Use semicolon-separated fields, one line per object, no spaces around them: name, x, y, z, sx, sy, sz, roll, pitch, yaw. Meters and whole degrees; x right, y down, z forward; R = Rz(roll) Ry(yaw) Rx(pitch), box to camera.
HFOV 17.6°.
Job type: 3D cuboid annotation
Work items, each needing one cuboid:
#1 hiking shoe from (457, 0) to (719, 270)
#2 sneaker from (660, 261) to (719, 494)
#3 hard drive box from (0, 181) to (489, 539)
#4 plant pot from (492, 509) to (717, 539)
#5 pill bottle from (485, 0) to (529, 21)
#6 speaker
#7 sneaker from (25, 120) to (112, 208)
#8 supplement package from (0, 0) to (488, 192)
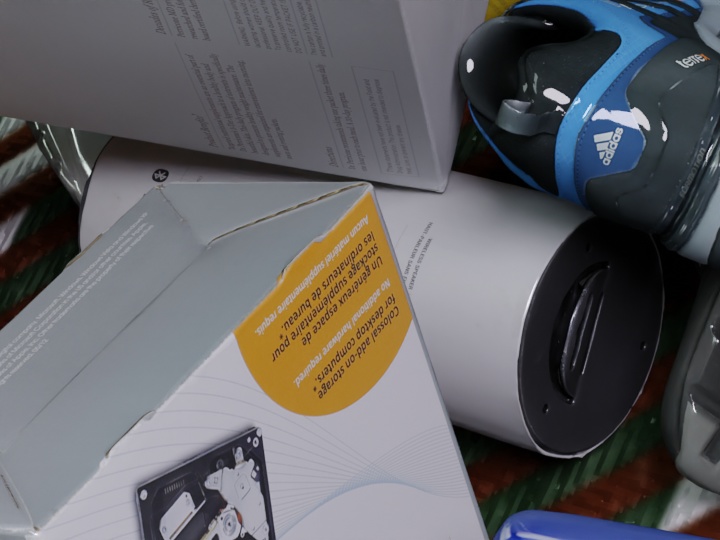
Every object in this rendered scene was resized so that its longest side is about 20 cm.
hiking shoe;0.073;-0.063;0.716;0.200;0.086;0.075;-111;44;-76
sneaker;0.144;-0.022;0.717;0.201;0.075;0.079;-61;25;-11
hard drive box;-0.035;0.100;0.623;0.076;0.201;0.156;2;34;35
plant pot;0.104;0.171;0.528;0.199;0.180;0.201;8;65;38
pill bottle;0.027;-0.139;0.830;0.200;0.112;0.112;-36;47;10
speaker;0.000;0.000;0.777;0.199;0.081;0.081;15;70;39
sneaker;-0.082;-0.095;0.908;0.087;0.075;0.201;-17;54;18
supplement package;-0.064;-0.137;0.678;0.199;0.191;0.148;10;73;10
